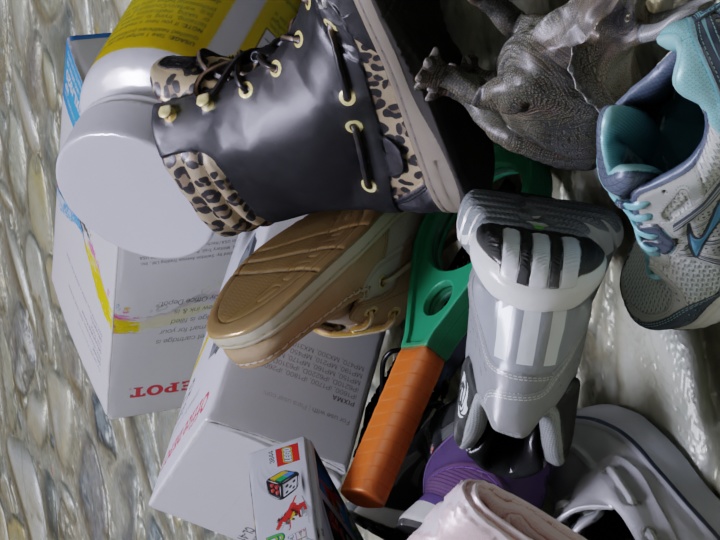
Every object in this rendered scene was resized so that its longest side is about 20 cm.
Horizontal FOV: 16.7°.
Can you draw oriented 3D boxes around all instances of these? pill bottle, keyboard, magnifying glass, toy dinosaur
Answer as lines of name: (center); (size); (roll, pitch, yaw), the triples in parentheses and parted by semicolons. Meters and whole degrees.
pill bottle: (-0.089, -0.110, 1.389); (0.114, 0.114, 0.200); (109, -174, -51)
keyboard: (0.026, 0.043, 1.289); (0.200, 0.040, 0.104); (117, 165, -44)
magnifying glass: (0.039, 0.024, 1.194); (0.080, 0.022, 0.200); (-8, 50, 52)
toy dinosaur: (0.085, -0.077, 1.107); (0.102, 0.077, 0.200); (30, 159, 11)

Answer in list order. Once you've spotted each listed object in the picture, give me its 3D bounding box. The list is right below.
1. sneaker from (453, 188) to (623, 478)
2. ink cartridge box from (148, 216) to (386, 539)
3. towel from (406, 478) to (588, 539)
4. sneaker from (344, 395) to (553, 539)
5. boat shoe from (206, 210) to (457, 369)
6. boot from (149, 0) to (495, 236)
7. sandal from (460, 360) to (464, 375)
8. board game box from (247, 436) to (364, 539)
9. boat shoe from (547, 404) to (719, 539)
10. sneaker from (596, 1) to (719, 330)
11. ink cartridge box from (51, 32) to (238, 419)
sneaker: (0.070, 0.030, 1.091); (0.200, 0.075, 0.116); (-44, -37, -77)
ink cartridge box: (-0.038, 0.036, 1.365); (0.148, 0.086, 0.200); (125, 165, -60)
towel: (0.071, 0.199, 1.053); (0.200, 0.191, 0.032); (-52, 7, 35)
sneaker: (0.054, 0.100, 1.195); (0.088, 0.076, 0.200); (-62, 10, -10)
boat shoe: (0.000, 0.000, 1.252); (0.074, 0.200, 0.069); (-6, 117, 43)
boot: (-0.034, -0.105, 1.175); (0.200, 0.150, 0.073); (65, -149, -26)
sandal: (0.051, 0.116, 1.317); (0.200, 0.054, 0.080); (101, 152, -43)
board game box: (-0.001, 0.191, 1.189); (0.126, 0.035, 0.200); (-99, -12, -47)
boat shoe: (0.119, 0.117, 1.114); (0.200, 0.065, 0.074); (-143, 48, -63)
sneaker: (0.128, -0.044, 0.994); (0.200, 0.086, 0.078); (107, 148, -51)
ink cartridge box: (-0.106, -0.033, 1.550); (0.145, 0.147, 0.200); (-118, 28, -44)
